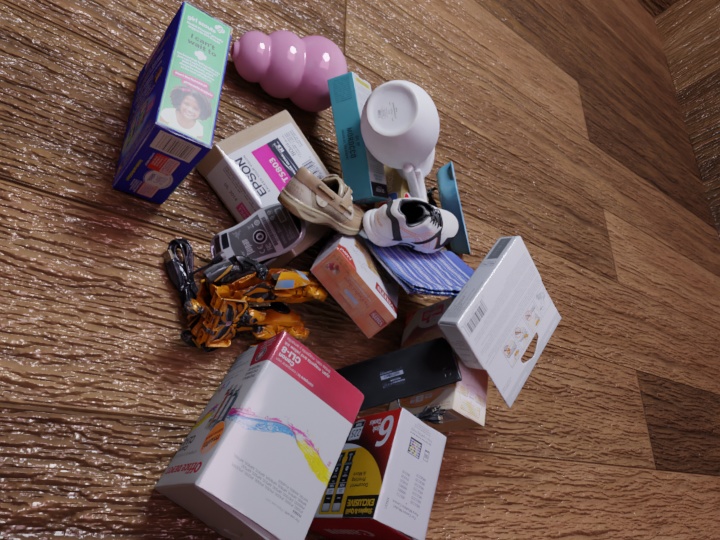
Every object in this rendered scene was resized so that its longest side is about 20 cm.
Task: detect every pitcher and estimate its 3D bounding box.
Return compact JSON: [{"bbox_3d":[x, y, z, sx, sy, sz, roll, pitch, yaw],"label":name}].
[{"bbox_3d":[0.074,-0.194,0.842,0.200,0.119,0.175,25,53,-74],"label":"pitcher"}]

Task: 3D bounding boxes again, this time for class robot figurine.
[{"bbox_3d":[-0.140,0.050,0.703,0.198,0.147,0.058,0,33,-50],"label":"robot figurine"}]

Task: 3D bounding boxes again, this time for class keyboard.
[{"bbox_3d":[0.053,0.180,0.774,0.021,0.197,0.129,63,11,-52],"label":"keyboard"}]

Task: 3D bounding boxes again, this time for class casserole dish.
[{"bbox_3d":[0.184,-0.119,1.049,0.122,0.038,0.202,-87,161,-46],"label":"casserole dish"}]

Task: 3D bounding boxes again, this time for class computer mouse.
[{"bbox_3d":[-0.166,-0.024,0.728,0.198,0.044,0.111,-26,82,-10],"label":"computer mouse"}]

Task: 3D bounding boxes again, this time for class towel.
[{"bbox_3d":[0.116,-0.004,0.840,0.198,0.024,0.145,7,28,-37],"label":"towel"}]

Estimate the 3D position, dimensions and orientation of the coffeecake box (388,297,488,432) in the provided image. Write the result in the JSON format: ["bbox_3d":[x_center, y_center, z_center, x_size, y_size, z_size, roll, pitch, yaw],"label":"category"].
[{"bbox_3d":[0.133,0.155,0.868,0.073,0.153,0.202,32,54,-25],"label":"coffeecake box"}]

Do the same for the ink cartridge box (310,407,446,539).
[{"bbox_3d":[-0.002,0.286,0.667,0.083,0.199,0.177,36,51,-20],"label":"ink cartridge box"}]

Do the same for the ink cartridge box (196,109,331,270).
[{"bbox_3d":[-0.127,-0.128,0.829,0.201,0.075,0.165,54,47,-9],"label":"ink cartridge box"}]

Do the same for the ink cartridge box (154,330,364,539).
[{"bbox_3d":[-0.119,0.210,0.642,0.144,0.145,0.201,41,50,-17],"label":"ink cartridge box"}]

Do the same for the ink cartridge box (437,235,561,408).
[{"bbox_3d":[0.223,0.076,0.817,0.200,0.043,0.175,-48,116,-28],"label":"ink cartridge box"}]

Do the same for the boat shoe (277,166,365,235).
[{"bbox_3d":[-0.038,-0.099,0.754,0.071,0.065,0.199,38,13,21],"label":"boat shoe"}]

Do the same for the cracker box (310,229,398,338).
[{"bbox_3d":[0.000,0.000,0.829,0.134,0.057,0.200,50,18,-12],"label":"cracker box"}]

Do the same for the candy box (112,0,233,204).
[{"bbox_3d":[-0.251,-0.218,0.701,0.076,0.168,0.203,19,60,-36],"label":"candy box"}]

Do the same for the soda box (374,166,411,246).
[{"bbox_3d":[0.070,-0.123,0.959,0.064,0.067,0.202,40,37,-28],"label":"soda box"}]

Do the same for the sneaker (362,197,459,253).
[{"bbox_3d":[0.099,-0.073,0.830,0.198,0.080,0.075,-4,73,-43],"label":"sneaker"}]

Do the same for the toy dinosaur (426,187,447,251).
[{"bbox_3d":[0.138,-0.113,1.048,0.088,0.047,0.203,64,14,-69],"label":"toy dinosaur"}]

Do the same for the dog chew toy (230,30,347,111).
[{"bbox_3d":[-0.123,-0.349,0.903,0.197,0.124,0.127,5,68,-29],"label":"dog chew toy"}]

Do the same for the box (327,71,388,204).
[{"bbox_3d":[-0.003,-0.216,0.881,0.082,0.048,0.204,-9,90,-67],"label":"box"}]
